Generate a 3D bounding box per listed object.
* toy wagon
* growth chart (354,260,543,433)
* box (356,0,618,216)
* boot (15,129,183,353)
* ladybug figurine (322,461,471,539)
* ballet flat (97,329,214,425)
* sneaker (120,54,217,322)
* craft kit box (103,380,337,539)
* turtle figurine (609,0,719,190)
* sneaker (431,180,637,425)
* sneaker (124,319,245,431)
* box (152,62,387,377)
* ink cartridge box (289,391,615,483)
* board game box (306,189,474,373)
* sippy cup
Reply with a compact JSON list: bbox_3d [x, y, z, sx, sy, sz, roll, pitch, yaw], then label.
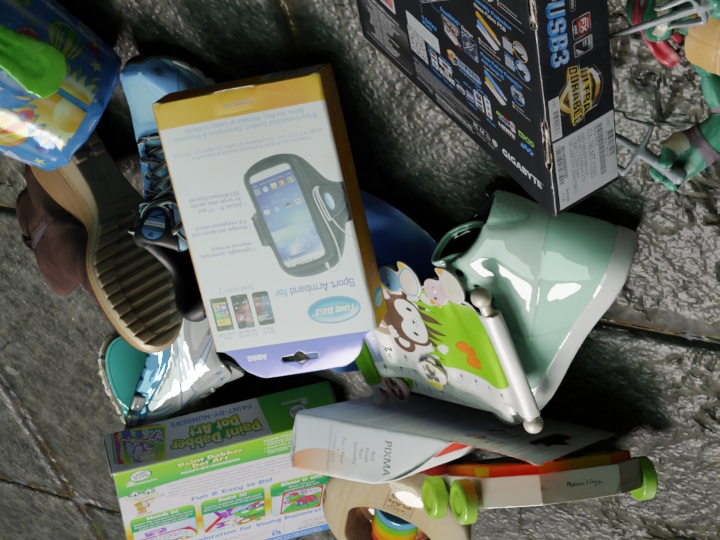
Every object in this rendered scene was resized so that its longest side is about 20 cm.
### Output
[{"bbox_3d":[0.126,0.162,1.157,0.154,0.040,0.200,-4,176,-17],"label":"toy wagon"},{"bbox_3d":[0.044,0.051,1.058,0.199,0.018,0.145,6,134,52],"label":"growth chart"},{"bbox_3d":[0.052,-0.158,0.774,0.200,0.049,0.199,48,161,40],"label":"box"},{"bbox_3d":[-0.205,-0.010,1.168,0.201,0.072,0.166,65,152,11],"label":"boot"},{"bbox_3d":[0.037,0.202,1.308,0.135,0.072,0.200,23,149,5],"label":"ladybug figurine"},{"bbox_3d":[-0.176,0.127,1.383,0.200,0.075,0.064,54,173,-24],"label":"ballet flat"},{"bbox_3d":[-0.123,-0.054,1.059,0.078,0.090,0.201,-2,115,42],"label":"sneaker"},{"bbox_3d":[-0.117,0.188,1.333,0.198,0.049,0.198,-13,147,-12],"label":"craft kit box"},{"bbox_3d":[0.199,-0.111,0.769,0.199,0.101,0.150,18,150,23],"label":"turtle figurine"},{"bbox_3d":[0.098,0.021,1.033,0.117,0.074,0.201,22,136,-1],"label":"sneaker"},{"bbox_3d":[-0.144,0.089,1.273,0.086,0.075,0.201,18,127,-5],"label":"sneaker"},{"bbox_3d":[-0.056,-0.029,1.012,0.118,0.042,0.202,-8,108,15],"label":"box"},{"bbox_3d":[0.072,0.135,1.142,0.199,0.162,0.051,11,97,28],"label":"ink cartridge box"},{"bbox_3d":[0.000,0.000,1.115,0.199,0.039,0.159,-10,123,40],"label":"board game box"},{"bbox_3d":[-0.241,-0.139,1.037,0.130,0.178,0.140,30,119,-21],"label":"sippy cup"}]
